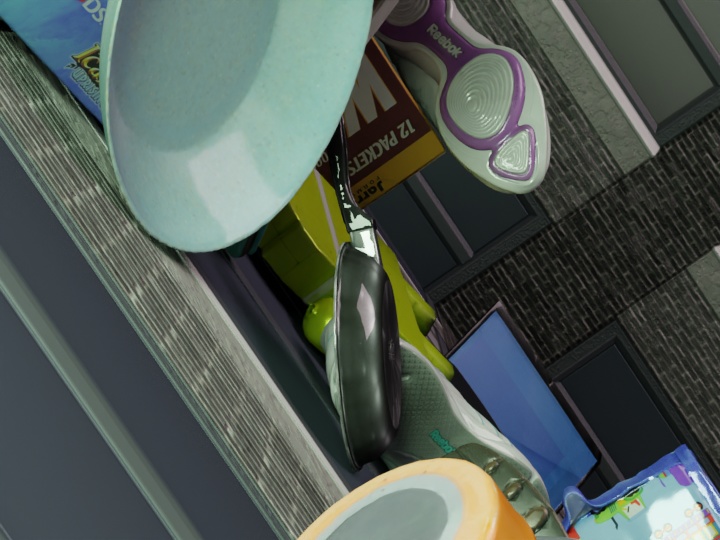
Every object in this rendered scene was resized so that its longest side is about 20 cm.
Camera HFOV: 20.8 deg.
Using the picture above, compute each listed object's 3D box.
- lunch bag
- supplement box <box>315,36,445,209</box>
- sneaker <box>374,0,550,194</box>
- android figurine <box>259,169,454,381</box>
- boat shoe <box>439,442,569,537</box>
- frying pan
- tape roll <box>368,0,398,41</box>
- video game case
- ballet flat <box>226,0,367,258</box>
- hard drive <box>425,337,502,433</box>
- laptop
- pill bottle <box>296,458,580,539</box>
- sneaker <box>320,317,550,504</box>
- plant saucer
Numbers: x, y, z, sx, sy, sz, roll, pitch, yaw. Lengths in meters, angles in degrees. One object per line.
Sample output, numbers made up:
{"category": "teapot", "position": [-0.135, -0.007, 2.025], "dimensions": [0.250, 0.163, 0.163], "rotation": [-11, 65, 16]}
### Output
{"category": "lunch bag", "position": [0.168, 0.209, 1.100], "dimensions": [0.201, 0.150, 0.094], "rotation": [56, 3, 2]}
{"category": "supplement box", "position": [-0.067, -0.153, 1.349], "dimensions": [0.198, 0.132, 0.200], "rotation": [54, 3, -31]}
{"category": "sneaker", "position": [0.078, -0.122, 1.341], "dimensions": [0.201, 0.075, 0.100], "rotation": [59, 4, 34]}
{"category": "android figurine", "position": [-0.018, -0.004, 1.218], "dimensions": [0.200, 0.041, 0.183], "rotation": [44, 17, -33]}
{"category": "boat shoe", "position": [0.085, 0.182, 0.945], "dimensions": [0.201, 0.075, 0.074], "rotation": [61, -4, 19]}
{"category": "frying pan", "position": [0.002, 0.009, 1.007], "dimensions": [0.115, 0.031, 0.192], "rotation": [72, 17, -62]}
{"category": "tape roll", "position": [-0.045, -0.193, 1.112], "dimensions": [0.139, 0.203, 0.203], "rotation": [38, 3, 2]}
{"category": "video game case", "position": [-0.147, -0.149, 0.912], "dimensions": [0.182, 0.045, 0.200], "rotation": [57, 3, 31]}
{"category": "ballet flat", "position": [-0.057, -0.094, 1.002], "dimensions": [0.070, 0.201, 0.068], "rotation": [14, 39, -14]}
{"category": "hard drive", "position": [0.069, 0.117, 1.429], "dimensions": [0.135, 0.042, 0.201], "rotation": [45, 11, -47]}
{"category": "laptop", "position": [0.134, 0.146, 1.624], "dimensions": [0.178, 0.103, 0.200], "rotation": [55, 4, -12]}
{"category": "pill bottle", "position": [0.055, 0.143, 0.507], "dimensions": [0.201, 0.106, 0.106], "rotation": [54, 4, -22]}
{"category": "sneaker", "position": [0.045, 0.097, 1.125], "dimensions": [0.201, 0.070, 0.080], "rotation": [54, 1, -27]}
{"category": "plant saucer", "position": [-0.061, -0.109, 0.865], "dimensions": [0.038, 0.202, 0.201], "rotation": [19, -16, 27]}
